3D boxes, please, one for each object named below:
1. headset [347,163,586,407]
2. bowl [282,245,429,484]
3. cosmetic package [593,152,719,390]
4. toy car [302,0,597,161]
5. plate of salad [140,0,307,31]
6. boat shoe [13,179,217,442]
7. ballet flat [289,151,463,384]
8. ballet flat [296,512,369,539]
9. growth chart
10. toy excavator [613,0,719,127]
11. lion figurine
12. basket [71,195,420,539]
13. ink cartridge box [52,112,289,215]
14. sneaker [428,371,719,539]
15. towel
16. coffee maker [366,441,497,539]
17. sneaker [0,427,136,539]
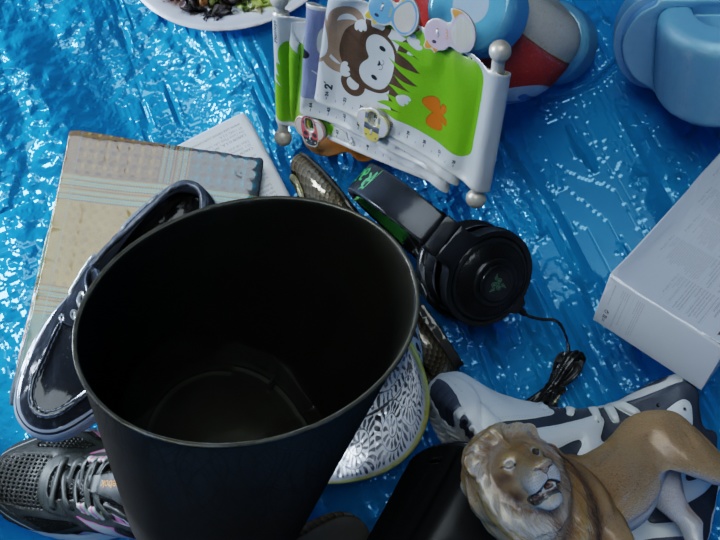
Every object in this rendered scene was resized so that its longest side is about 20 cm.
[{"bbox_3d":[0.066,0.012,0.787,0.200,0.124,0.094,39,88,-4],"label":"headset"},{"bbox_3d":[-0.040,0.033,0.755,0.201,0.201,0.094,13,40,13],"label":"bowl"},{"bbox_3d":[0.241,-0.016,0.768,0.083,0.051,0.200,34,54,21],"label":"cosmetic package"},{"bbox_3d":[0.039,-0.150,0.851,0.177,0.184,0.200,47,112,18],"label":"toy car"},{"bbox_3d":[-0.105,-0.287,0.968,0.200,0.048,0.200,-3,68,7],"label":"plate of salad"},{"bbox_3d":[-0.162,0.025,0.778,0.072,0.068,0.200,38,83,6],"label":"boat shoe"},{"bbox_3d":[0.000,0.000,0.828,0.046,0.067,0.200,-36,72,2],"label":"ballet flat"},{"bbox_3d":[-0.077,0.223,0.744,0.200,0.067,0.046,-44,27,-8],"label":"ballet flat"},{"bbox_3d":[0.014,-0.121,0.786,0.200,0.145,0.018,23,45,31],"label":"growth chart"},{"bbox_3d":[0.267,-0.130,0.787,0.194,0.100,0.200,3,49,12],"label":"toy excavator"},{"bbox_3d":[0.145,0.121,0.657,0.200,0.072,0.123,-16,68,-45],"label":"lion figurine"},{"bbox_3d":[-0.069,0.078,0.647,0.180,0.200,0.136,-26,63,-28],"label":"basket"},{"bbox_3d":[-0.109,0.009,0.858,0.161,0.050,0.200,-28,85,-4],"label":"ink cartridge box"},{"bbox_3d":[0.147,0.098,0.744,0.199,0.079,0.130,35,69,7],"label":"sneaker"},{"bbox_3d":[-0.154,0.008,0.826,0.147,0.022,0.200,9,81,1],"label":"towel"},{"bbox_3d":[0.028,0.199,0.672,0.135,0.192,0.200,-2,47,51],"label":"coffee maker"},{"bbox_3d":[-0.154,0.139,0.773,0.200,0.086,0.080,1,74,9],"label":"sneaker"}]
